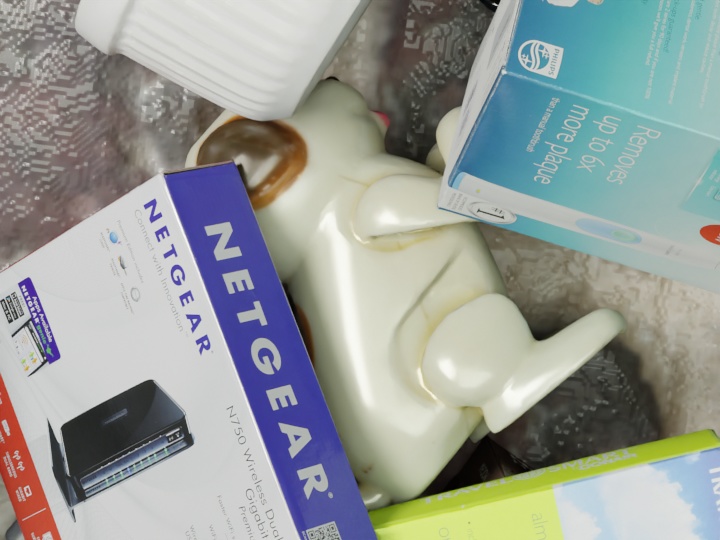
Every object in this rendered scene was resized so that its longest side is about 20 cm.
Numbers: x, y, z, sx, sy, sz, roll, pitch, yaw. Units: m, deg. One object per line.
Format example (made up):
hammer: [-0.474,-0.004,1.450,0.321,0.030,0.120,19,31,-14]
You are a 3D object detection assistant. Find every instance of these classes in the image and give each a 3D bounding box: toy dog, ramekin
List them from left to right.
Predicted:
ramekin: [-0.032,-0.162,1.238,0.105,0.200,0.201,33,96,-1]
toy dog: [0.000,0.000,1.317,0.194,0.140,0.200,-39,88,3]

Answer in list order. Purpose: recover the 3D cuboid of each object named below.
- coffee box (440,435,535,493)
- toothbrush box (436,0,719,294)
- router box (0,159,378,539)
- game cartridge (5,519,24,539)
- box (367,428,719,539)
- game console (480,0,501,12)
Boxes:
coffee box: [0.122,0.177,1.352,0.200,0.113,0.080,36,96,-6]
toothbrush box: [0.148,-0.061,1.209,0.199,0.147,0.086,16,66,-4]
router box: [-0.095,0.075,1.280,0.179,0.049,0.201,-29,79,42]
game cartridge: [-0.085,0.124,1.378,0.130,0.038,0.200,43,95,-3]
box: [0.103,0.149,1.266,0.199,0.048,0.123,-13,98,0]
game console: [0.167,-0.179,1.298,0.199,0.118,0.172,18,98,-5]
